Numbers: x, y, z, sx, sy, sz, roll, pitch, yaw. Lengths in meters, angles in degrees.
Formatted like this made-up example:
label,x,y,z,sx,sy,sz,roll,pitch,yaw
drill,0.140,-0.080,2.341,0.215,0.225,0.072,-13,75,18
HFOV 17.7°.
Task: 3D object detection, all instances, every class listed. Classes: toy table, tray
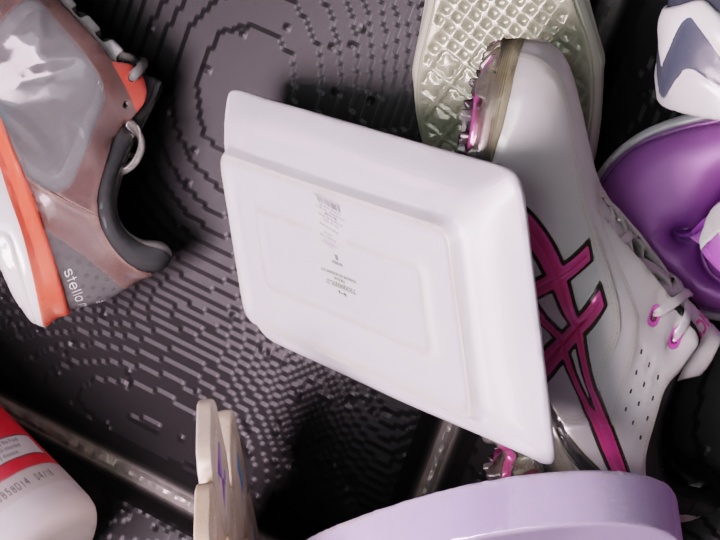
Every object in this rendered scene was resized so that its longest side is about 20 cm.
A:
label,x,y,z,sx,sy,sz,roll,pitch,yaw
toy table,0.037,0.156,0.827,0.200,0.183,0.117,137,133,-57
tray,0.000,0.000,0.845,0.200,0.022,0.108,21,123,56

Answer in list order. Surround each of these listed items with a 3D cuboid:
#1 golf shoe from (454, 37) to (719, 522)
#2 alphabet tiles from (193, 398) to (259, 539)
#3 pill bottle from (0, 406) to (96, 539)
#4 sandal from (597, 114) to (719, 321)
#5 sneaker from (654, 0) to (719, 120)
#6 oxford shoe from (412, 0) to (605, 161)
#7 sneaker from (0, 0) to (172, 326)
label,x,y,z,sx,sy,sz,roll,pitch,yaw
golf shoe,0.084,0.007,0.839,0.092,0.073,0.200,-4,117,13
alphabet tiles,-0.048,0.153,0.858,0.015,0.200,0.196,-6,134,2
pill bottle,-0.215,0.072,0.971,0.200,0.112,0.112,43,110,15
sandal,0.172,-0.013,0.820,0.202,0.050,0.083,10,99,23
sneaker,0.198,-0.112,0.782,0.199,0.079,0.130,10,108,33
oxford shoe,0.055,-0.106,0.865,0.075,0.058,0.201,-2,109,18
sneaker,-0.125,-0.082,0.950,0.082,0.077,0.201,-14,90,-2
